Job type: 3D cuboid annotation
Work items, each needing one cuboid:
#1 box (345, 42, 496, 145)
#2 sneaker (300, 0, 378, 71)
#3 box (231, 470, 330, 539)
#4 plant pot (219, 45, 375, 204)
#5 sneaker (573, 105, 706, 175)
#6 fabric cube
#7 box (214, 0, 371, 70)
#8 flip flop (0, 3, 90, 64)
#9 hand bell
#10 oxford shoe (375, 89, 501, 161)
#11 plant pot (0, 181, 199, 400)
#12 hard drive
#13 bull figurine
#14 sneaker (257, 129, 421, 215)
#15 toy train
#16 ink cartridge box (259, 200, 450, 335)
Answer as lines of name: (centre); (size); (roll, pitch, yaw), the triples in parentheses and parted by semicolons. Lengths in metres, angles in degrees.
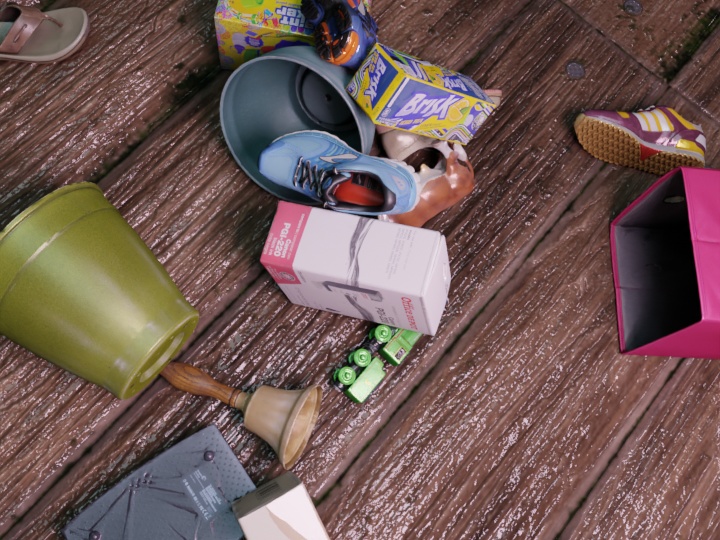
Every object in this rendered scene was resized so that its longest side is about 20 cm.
box: (0.078, -0.210, 0.864); (0.200, 0.070, 0.064); (0, 46, -50)
sneaker: (-0.021, -0.309, 0.878); (0.078, 0.075, 0.201); (26, 41, -39)
box: (-0.061, 0.331, 0.768); (0.078, 0.095, 0.201); (-26, 91, -17)
plant pot: (-0.062, -0.205, 0.925); (0.200, 0.201, 0.134); (31, 44, 4)
sneaker: (0.406, -0.203, 1.034); (0.199, 0.075, 0.090); (19, 63, -7)
fabric cube: (0.461, 0.000, 0.904); (0.198, 0.196, 0.201); (3, 71, -5)
box: (-0.084, -0.379, 1.000); (0.199, 0.122, 0.193); (9, 72, -4)
flip flop: (-0.475, -0.332, 0.970); (0.199, 0.058, 0.081); (-3, 73, -8)
hand bell: (-0.157, 0.153, 0.853); (0.199, 0.104, 0.104); (19, 71, 13)
oxford shoe: (0.116, -0.207, 1.008); (0.199, 0.071, 0.074); (-21, 102, -14)
plant pot: (-0.297, 0.039, 0.805); (0.193, 0.200, 0.201); (40, 72, 2)
hard drive: (-0.218, 0.285, 0.811); (0.200, 0.042, 0.135); (-34, 79, -17)
bull figurine: (0.071, -0.103, 0.946); (0.200, 0.122, 0.065); (-35, 36, -24)
sneaker: (-0.033, -0.111, 0.817); (0.199, 0.090, 0.079); (15, 111, 18)
toy train: (0.043, 0.087, 0.910); (0.056, 0.042, 0.200); (44, 72, -3)
ink cartridge box: (0.000, 0.000, 0.848); (0.199, 0.146, 0.085); (10, 70, 15)
